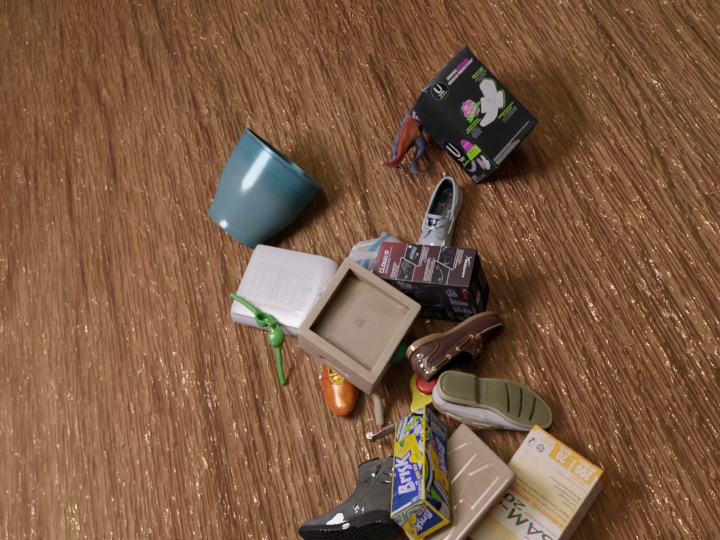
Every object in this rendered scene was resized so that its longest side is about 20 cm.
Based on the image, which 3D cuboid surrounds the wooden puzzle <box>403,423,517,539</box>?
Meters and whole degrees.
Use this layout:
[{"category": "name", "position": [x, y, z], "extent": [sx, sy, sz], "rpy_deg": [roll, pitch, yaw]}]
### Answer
[{"category": "wooden puzzle", "position": [0.145, 0.350, 1.146], "extent": [0.186, 0.046, 0.200], "rpy_deg": [-48, 19, -2]}]

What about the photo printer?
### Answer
[{"category": "photo printer", "position": [-0.140, 0.042, 1.458], "extent": [0.196, 0.070, 0.170], "rpy_deg": [10, 68, 24]}]

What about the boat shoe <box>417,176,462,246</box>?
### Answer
[{"category": "boat shoe", "position": [0.144, -0.087, 1.417], "extent": [0.069, 0.072, 0.205], "rpy_deg": [8, 66, 24]}]

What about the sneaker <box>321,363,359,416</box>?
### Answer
[{"category": "sneaker", "position": [-0.047, 0.166, 1.353], "extent": [0.071, 0.077, 0.204], "rpy_deg": [-14, 61, 11]}]

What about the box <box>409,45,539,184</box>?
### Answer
[{"category": "box", "position": [0.210, -0.290, 1.410], "extent": [0.124, 0.149, 0.200], "rpy_deg": [-44, 91, -8]}]

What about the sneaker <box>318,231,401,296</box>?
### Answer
[{"category": "sneaker", "position": [0.000, 0.000, 1.416], "extent": [0.198, 0.077, 0.081], "rpy_deg": [-31, 53, -20]}]

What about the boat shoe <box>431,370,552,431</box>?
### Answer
[{"category": "boat shoe", "position": [0.213, 0.221, 1.217], "extent": [0.196, 0.069, 0.076], "rpy_deg": [19, 50, 0]}]

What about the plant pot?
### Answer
[{"category": "plant pot", "position": [-0.209, -0.154, 1.529], "extent": [0.199, 0.199, 0.189], "rpy_deg": [40, 97, 33]}]

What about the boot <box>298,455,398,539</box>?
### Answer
[{"category": "boot", "position": [-0.006, 0.384, 1.233], "extent": [0.197, 0.068, 0.132], "rpy_deg": [-21, 34, 29]}]

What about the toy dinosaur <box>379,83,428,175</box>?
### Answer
[{"category": "toy dinosaur", "position": [0.122, -0.290, 1.497], "extent": [0.103, 0.200, 0.186], "rpy_deg": [15, 100, 11]}]

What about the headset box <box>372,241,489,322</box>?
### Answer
[{"category": "headset box", "position": [0.119, 0.022, 1.323], "extent": [0.196, 0.149, 0.079], "rpy_deg": [6, 63, 24]}]

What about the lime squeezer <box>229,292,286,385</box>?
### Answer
[{"category": "lime squeezer", "position": [-0.177, 0.112, 1.400], "extent": [0.037, 0.071, 0.202], "rpy_deg": [-27, 80, -32]}]

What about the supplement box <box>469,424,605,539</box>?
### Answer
[{"category": "supplement box", "position": [0.266, 0.359, 1.130], "extent": [0.125, 0.074, 0.201], "rpy_deg": [31, 77, 32]}]

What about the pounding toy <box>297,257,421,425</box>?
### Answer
[{"category": "pounding toy", "position": [0.007, 0.127, 1.283], "extent": [0.198, 0.143, 0.186], "rpy_deg": [32, 72, 9]}]

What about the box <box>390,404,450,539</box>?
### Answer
[{"category": "box", "position": [0.095, 0.311, 1.161], "extent": [0.070, 0.064, 0.201], "rpy_deg": [-37, 21, 24]}]

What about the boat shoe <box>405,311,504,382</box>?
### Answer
[{"category": "boat shoe", "position": [0.171, 0.133, 1.260], "extent": [0.197, 0.071, 0.071], "rpy_deg": [-22, 51, -25]}]

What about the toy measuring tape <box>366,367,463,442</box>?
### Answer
[{"category": "toy measuring tape", "position": [0.088, 0.218, 1.278], "extent": [0.197, 0.074, 0.074], "rpy_deg": [-31, 56, 3]}]
